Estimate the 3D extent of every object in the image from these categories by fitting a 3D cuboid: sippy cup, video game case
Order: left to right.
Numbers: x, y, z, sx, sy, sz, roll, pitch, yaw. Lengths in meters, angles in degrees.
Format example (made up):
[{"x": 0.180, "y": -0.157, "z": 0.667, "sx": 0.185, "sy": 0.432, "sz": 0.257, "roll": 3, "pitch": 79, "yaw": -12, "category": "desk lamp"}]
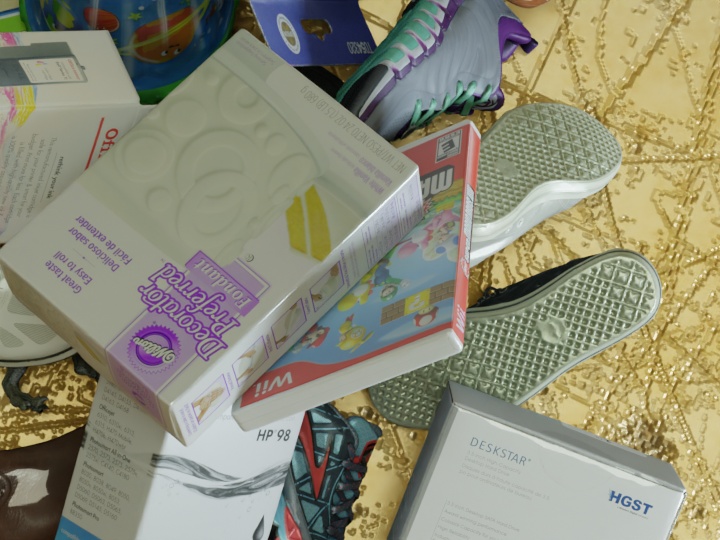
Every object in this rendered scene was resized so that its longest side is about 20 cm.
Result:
[{"x": -0.141, "y": -0.188, "z": 1.524, "sx": 0.177, "sy": 0.130, "sz": 0.140, "roll": 19, "pitch": 69, "yaw": 2, "category": "sippy cup"}, {"x": 0.000, "y": 0.000, "z": 1.449, "sx": 0.143, "sy": 0.200, "sz": 0.017, "roll": -22, "pitch": 124, "yaw": 22, "category": "video game case"}]

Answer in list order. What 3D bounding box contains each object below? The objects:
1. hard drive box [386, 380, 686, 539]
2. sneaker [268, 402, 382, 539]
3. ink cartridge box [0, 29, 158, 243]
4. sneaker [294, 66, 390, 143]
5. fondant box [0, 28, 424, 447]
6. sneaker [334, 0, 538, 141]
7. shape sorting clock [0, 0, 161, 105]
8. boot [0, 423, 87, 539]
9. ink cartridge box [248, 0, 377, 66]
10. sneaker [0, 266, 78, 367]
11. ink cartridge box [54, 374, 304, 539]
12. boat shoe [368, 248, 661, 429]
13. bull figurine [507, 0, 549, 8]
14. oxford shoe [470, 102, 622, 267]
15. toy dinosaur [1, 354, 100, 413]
[{"x": 0.091, "y": 0.192, "z": 1.547, "sx": 0.155, "sy": 0.077, "sz": 0.201, "roll": 22, "pitch": 98, "yaw": -3, "category": "hard drive box"}, {"x": -0.026, "y": 0.126, "z": 1.566, "sx": 0.095, "sy": 0.079, "sz": 0.201, "roll": -16, "pitch": 86, "yaw": -9, "category": "sneaker"}, {"x": -0.205, "y": -0.078, "z": 1.472, "sx": 0.199, "sy": 0.117, "sz": 0.067, "roll": -4, "pitch": 49, "yaw": -29, "category": "ink cartridge box"}, {"x": -0.002, "y": -0.064, "z": 1.586, "sx": 0.073, "sy": 0.082, "sz": 0.200, "roll": -41, "pitch": 88, "yaw": -6, "category": "sneaker"}, {"x": -0.082, "y": -0.021, "z": 1.413, "sx": 0.144, "sy": 0.058, "sz": 0.200, "roll": 39, "pitch": 73, "yaw": 22, "category": "fondant box"}, {"x": 0.049, "y": -0.117, "z": 1.570, "sx": 0.088, "sy": 0.074, "sz": 0.200, "roll": 42, "pitch": 52, "yaw": -8, "category": "sneaker"}, {"x": -0.191, "y": -0.106, "z": 1.585, "sx": 0.199, "sy": 0.039, "sz": 0.201, "roll": 1, "pitch": 74, "yaw": -5, "category": "shape sorting clock"}, {"x": -0.238, "y": 0.097, "z": 1.504, "sx": 0.200, "sy": 0.064, "sz": 0.187, "roll": 36, "pitch": 99, "yaw": -25, "category": "boot"}, {"x": -0.043, "y": -0.225, "z": 1.545, "sx": 0.043, "sy": 0.196, "sz": 0.201, "roll": -27, "pitch": 86, "yaw": 20, "category": "ink cartridge box"}, {"x": -0.262, "y": 0.009, "z": 1.506, "sx": 0.200, "sy": 0.115, "sz": 0.076, "roll": 12, "pitch": 85, "yaw": 19, "category": "sneaker"}, {"x": -0.100, "y": 0.099, "z": 1.478, "sx": 0.067, "sy": 0.116, "sz": 0.201, "roll": 25, "pitch": 103, "yaw": 40, "category": "ink cartridge box"}, {"x": 0.099, "y": 0.044, "z": 1.597, "sx": 0.200, "sy": 0.062, "sz": 0.075, "roll": -27, "pitch": 92, "yaw": 8, "category": "boat shoe"}, {"x": 0.077, "y": -0.252, "z": 1.601, "sx": 0.121, "sy": 0.065, "sz": 0.200, "roll": -31, "pitch": 73, "yaw": -22, "category": "bull figurine"}, {"x": 0.095, "y": -0.054, "z": 1.573, "sx": 0.075, "sy": 0.058, "sz": 0.200, "roll": 44, "pitch": 40, "yaw": 14, "category": "oxford shoe"}, {"x": -0.202, "y": 0.041, "z": 1.576, "sx": 0.200, "sy": 0.047, "sz": 0.088, "roll": -31, "pitch": 73, "yaw": -7, "category": "toy dinosaur"}]
